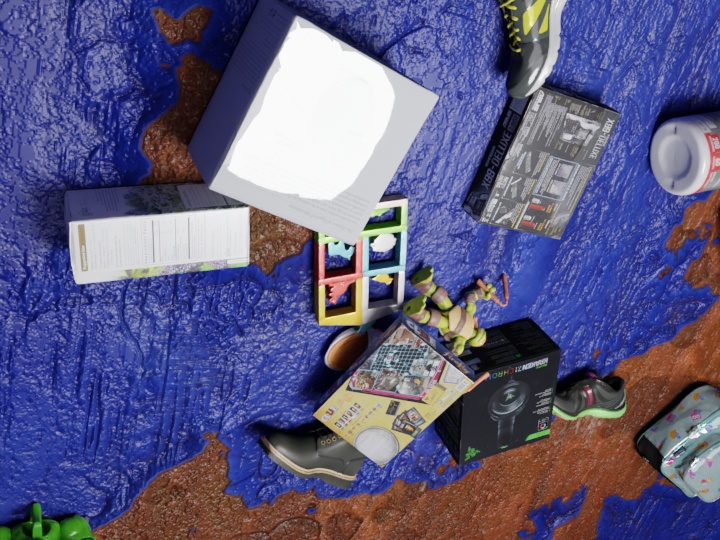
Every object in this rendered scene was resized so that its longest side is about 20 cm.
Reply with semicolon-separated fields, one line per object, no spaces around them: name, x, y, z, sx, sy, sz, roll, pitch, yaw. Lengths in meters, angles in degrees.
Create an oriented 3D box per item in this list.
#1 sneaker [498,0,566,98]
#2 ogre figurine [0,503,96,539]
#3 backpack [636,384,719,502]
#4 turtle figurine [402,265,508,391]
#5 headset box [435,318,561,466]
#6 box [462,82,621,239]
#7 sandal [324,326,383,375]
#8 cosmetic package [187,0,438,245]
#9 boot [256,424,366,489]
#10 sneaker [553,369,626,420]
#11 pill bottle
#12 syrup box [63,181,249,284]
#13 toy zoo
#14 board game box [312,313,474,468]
sneaker;0.201;-0.316;0.963;0.084;0.074;0.202;5;108;-21
ogre figurine;-0.428;0.385;1.046;0.198;0.120;0.099;-16;129;-14
backpack;0.667;0.334;1.524;0.176;0.153;0.200;40;91;-32
turtle figurine;0.138;0.063;1.148;0.161;0.064;0.201;37;67;-28
headset box;0.216;0.200;1.259;0.173;0.093;0.202;-12;124;-18
box;0.251;-0.152;1.090;0.157;0.050;0.201;8;115;-29
sandal;0.045;0.139;1.161;0.205;0.059;0.080;16;111;-32
cosmetic package;-0.057;-0.166;0.888;0.198;0.123;0.201;21;107;-34
boot;-0.049;0.240;1.178;0.139;0.077;0.200;-53;139;6
sneaker;0.383;0.213;1.371;0.198;0.077;0.085;2;101;-30
pill bottle;0.548;-0.183;1.174;0.198;0.114;0.115;-12;123;-19
syrup box;-0.233;-0.047;0.903;0.198;0.079;0.082;-8;122;-22
toy zoo;0.000;0.000;1.073;0.130;0.020;0.202;-9;118;-20
board game box;0.045;0.173;1.107;0.135;0.035;0.200;39;112;-11
